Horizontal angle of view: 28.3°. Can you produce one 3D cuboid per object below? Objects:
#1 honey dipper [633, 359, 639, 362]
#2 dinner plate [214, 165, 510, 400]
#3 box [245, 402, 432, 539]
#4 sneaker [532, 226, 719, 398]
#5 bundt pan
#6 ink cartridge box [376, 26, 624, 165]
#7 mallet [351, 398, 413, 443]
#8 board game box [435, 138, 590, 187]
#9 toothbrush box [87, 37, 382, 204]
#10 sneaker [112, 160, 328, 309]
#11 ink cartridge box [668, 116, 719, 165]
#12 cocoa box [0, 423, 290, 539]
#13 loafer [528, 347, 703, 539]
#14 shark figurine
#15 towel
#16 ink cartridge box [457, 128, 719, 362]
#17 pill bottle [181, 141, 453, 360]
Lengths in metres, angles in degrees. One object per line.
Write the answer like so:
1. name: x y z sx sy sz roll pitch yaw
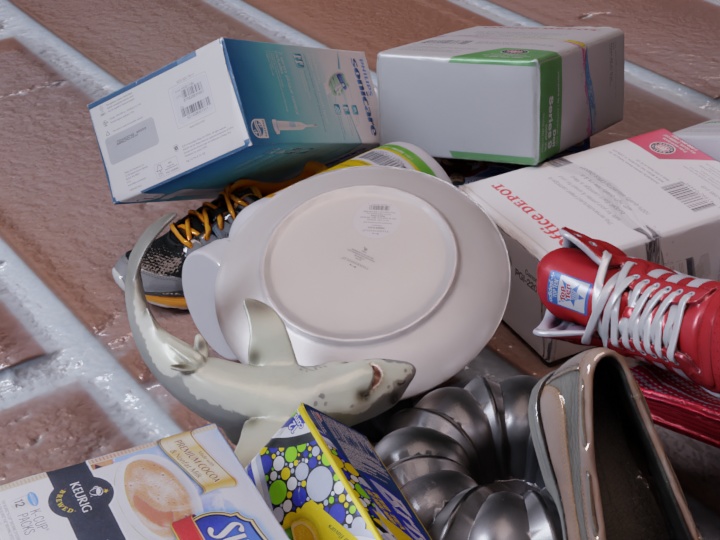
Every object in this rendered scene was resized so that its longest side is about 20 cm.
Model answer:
1. honey dipper: 0.284 0.034 0.979 0.197 0.038 0.038 -7 29 16
2. dinner plate: 0.000 0.000 0.938 0.197 0.024 0.202 -3 50 4
3. box: 0.006 0.166 0.738 0.064 0.070 0.201 30 17 -43
4. sneaker: 0.165 0.023 0.829 0.111 0.072 0.200 16 1 -8
5. bundt pan: 0.090 0.130 0.837 0.198 0.077 0.203 -2 30 1
6. ink cartridge box: 0.122 -0.152 1.193 0.143 0.089 0.199 6 20 28
7. mallet: -0.037 0.131 0.869 0.065 0.041 0.200 -20 18 44
8. board game box: 0.099 -0.081 1.226 0.197 0.035 0.136 1 31 9
9. toothbrush box: -0.092 -0.116 1.139 0.145 0.087 0.199 -19 -7 33
10. sneaker: -0.102 -0.031 1.123 0.198 0.078 0.078 -19 35 -21
11. ink cartridge box: 0.371 -0.088 1.101 0.174 0.085 0.199 -19 13 -23
12. cocoa box: -0.089 0.194 0.689 0.130 0.135 0.200 -15 33 -21
13. loafer: 0.141 0.137 0.731 0.071 0.063 0.202 -12 70 -22
14. shark figurine: -0.087 0.067 0.873 0.213 0.090 0.129 28 60 19
15. towel: 0.239 0.082 0.872 0.143 0.023 0.199 20 12 36
16. ink cartridge box: 0.187 -0.024 1.076 0.197 0.086 0.146 -15 32 -21
17. pill bottle: -0.028 -0.011 1.049 0.199 0.112 0.110 -26 37 -33
